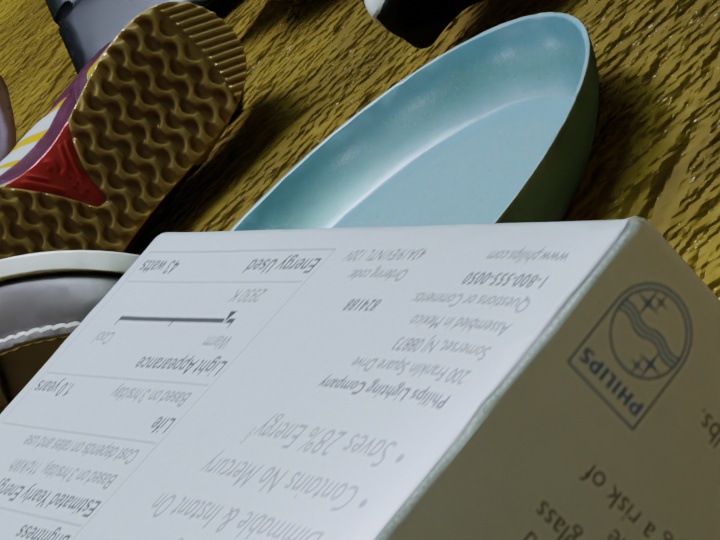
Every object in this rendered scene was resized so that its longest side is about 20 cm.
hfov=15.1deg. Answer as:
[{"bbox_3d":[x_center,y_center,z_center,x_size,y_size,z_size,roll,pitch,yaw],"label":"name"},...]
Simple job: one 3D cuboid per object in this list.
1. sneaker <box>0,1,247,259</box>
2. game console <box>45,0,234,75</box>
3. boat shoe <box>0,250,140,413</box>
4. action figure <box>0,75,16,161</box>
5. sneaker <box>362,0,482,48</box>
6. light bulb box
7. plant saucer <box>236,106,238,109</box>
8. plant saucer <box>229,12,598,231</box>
[{"bbox_3d":[-0.121,-0.022,1.095,0.200,0.075,0.090,-44,2,-5],"label":"sneaker"},{"bbox_3d":[-0.058,-0.179,1.389,0.200,0.116,0.176,-40,48,14],"label":"game console"},{"bbox_3d":[-0.135,0.040,0.972,0.200,0.072,0.060,-16,59,39],"label":"boat shoe"},{"bbox_3d":[-0.278,-0.016,1.374,0.149,0.134,0.200,4,34,32],"label":"action figure"},{"bbox_3d":[0.078,-0.140,0.939,0.200,0.074,0.080,-27,51,33],"label":"sneaker"},{"bbox_3d":[-0.023,0.103,0.468,0.200,0.125,0.198,-50,19,-17],"label":"light bulb box"},{"bbox_3d":[-0.132,-0.024,1.192,0.200,0.019,0.070,-39,18,13],"label":"plant saucer"},{"bbox_3d":[0.000,0.000,0.825,0.200,0.027,0.200,-39,18,16],"label":"plant saucer"}]
